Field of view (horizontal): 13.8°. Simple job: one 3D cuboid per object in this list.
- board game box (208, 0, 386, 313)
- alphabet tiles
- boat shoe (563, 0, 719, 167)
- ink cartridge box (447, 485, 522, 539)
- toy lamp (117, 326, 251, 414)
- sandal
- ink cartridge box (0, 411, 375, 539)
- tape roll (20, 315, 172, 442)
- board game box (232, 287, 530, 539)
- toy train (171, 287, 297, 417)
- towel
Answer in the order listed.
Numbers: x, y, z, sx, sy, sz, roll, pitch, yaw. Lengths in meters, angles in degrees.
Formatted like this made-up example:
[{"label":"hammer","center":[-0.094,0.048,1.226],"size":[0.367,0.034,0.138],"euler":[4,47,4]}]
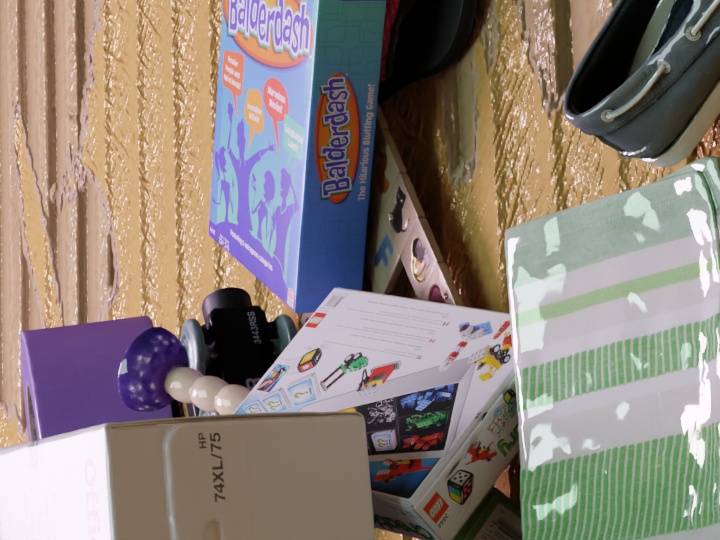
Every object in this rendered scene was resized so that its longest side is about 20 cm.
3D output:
[{"label":"board game box","center":[-0.038,-0.094,1.716],"size":[0.152,0.045,0.200],"euler":[-142,53,-62]},{"label":"alphabet tiles","center":[0.000,0.000,1.710],"size":[0.167,0.008,0.200],"euler":[114,145,-44]},{"label":"boat shoe","center":[0.159,-0.138,1.368],"size":[0.200,0.062,0.073],"euler":[-62,29,26]},{"label":"ink cartridge box","center":[0.025,0.209,1.535],"size":[0.104,0.059,0.200],"euler":[-49,-4,-45]},{"label":"toy lamp","center":[-0.045,0.084,1.680],"size":[0.200,0.058,0.058],"euler":[21,106,33]},{"label":"sandal","center":[0.012,-0.137,1.699],"size":[0.200,0.045,0.075],"euler":[-40,51,56]},{"label":"ink cartridge box","center":[-0.101,0.154,1.494],"size":[0.200,0.146,0.147],"euler":[-15,78,59]},{"label":"tape roll","center":[-0.164,0.132,1.894],"size":[0.200,0.085,0.200],"euler":[174,90,-81]},{"label":"board game box","center":[0.014,0.072,1.558],"size":[0.126,0.035,0.200],"euler":[-51,30,-19]},{"label":"toy train","center":[-0.068,0.112,1.788],"size":[0.114,0.085,0.200],"euler":[111,150,-53]},{"label":"towel","center":[0.126,0.059,1.414],"size":[0.152,0.023,0.200],"euler":[-19,67,45]}]
